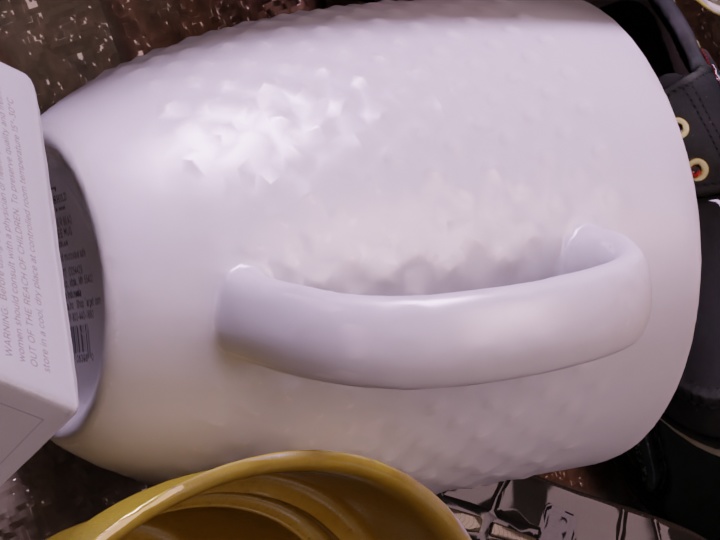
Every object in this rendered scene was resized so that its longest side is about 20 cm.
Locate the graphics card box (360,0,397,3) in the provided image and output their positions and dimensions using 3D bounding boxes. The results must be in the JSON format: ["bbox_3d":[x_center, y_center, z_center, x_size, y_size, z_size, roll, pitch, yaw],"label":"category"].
[{"bbox_3d":[-0.025,-0.128,0.745,0.199,0.125,0.051,15,80,-29],"label":"graphics card box"}]

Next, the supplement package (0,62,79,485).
[{"bbox_3d":[-0.183,-0.009,0.587,0.199,0.117,0.118,25,37,-37],"label":"supplement package"}]

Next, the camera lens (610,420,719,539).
[{"bbox_3d":[0.185,0.008,0.908,0.200,0.159,0.161,-43,111,-38],"label":"camera lens"}]

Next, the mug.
[{"bbox_3d":[0.000,0.000,0.719,0.174,0.200,0.149,-6,102,-29],"label":"mug"}]

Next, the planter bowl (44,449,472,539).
[{"bbox_3d":[-0.060,0.131,0.699,0.199,0.083,0.202,-17,118,-35],"label":"planter bowl"}]

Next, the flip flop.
[{"bbox_3d":[0.060,0.113,0.853,0.199,0.057,0.082,27,71,-19],"label":"flip flop"}]

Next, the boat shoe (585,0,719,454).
[{"bbox_3d":[0.091,-0.028,0.801,0.063,0.073,0.202,43,22,-45],"label":"boat shoe"}]

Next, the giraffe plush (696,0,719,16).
[{"bbox_3d":[0.202,-0.116,0.756,0.199,0.162,0.173,14,37,-50],"label":"giraffe plush"}]
